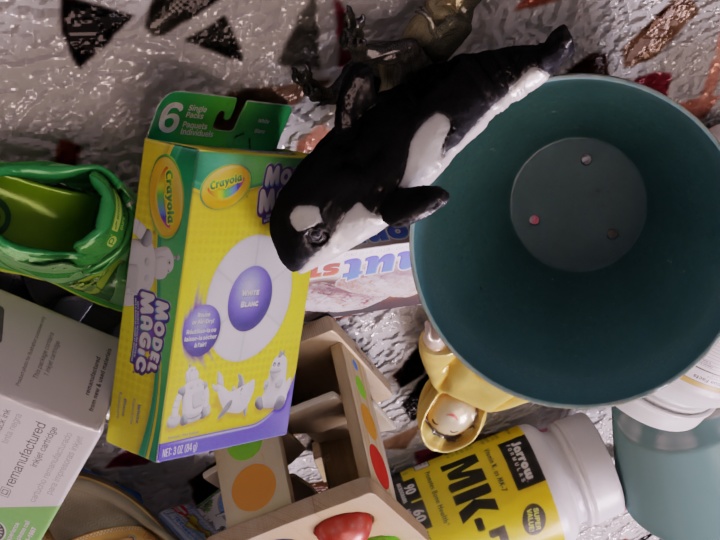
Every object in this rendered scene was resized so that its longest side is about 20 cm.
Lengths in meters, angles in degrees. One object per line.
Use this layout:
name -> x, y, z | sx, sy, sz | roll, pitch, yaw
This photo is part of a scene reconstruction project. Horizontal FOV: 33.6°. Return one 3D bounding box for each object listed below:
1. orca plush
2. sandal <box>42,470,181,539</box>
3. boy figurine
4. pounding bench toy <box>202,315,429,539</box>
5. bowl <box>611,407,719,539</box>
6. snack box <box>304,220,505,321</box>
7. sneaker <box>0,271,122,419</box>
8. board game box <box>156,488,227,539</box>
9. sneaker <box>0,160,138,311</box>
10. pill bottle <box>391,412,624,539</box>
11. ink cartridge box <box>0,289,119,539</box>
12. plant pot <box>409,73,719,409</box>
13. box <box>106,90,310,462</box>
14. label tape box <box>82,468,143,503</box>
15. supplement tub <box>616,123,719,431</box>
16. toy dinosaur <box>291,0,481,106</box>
orca plush -> 0.023, -0.083, 0.651 | 0.199, 0.105, 0.071 | -30, 122, 14
sandal -> -0.163, 0.202, 0.807 | 0.199, 0.054, 0.081 | 34, 113, -2
boy figurine -> 0.095, 0.072, 0.913 | 0.124, 0.065, 0.200 | 22, 138, -18
pounding bench toy -> -0.024, 0.162, 0.887 | 0.124, 0.157, 0.200 | -23, 146, 11
bowl -> 0.291, 0.120, 1.003 | 0.200, 0.201, 0.105 | -30, 120, 8
snack box -> 0.000, 0.000, 0.834 | 0.199, 0.024, 0.072 | -8, 140, -18
sneaker -> -0.170, 0.040, 0.758 | 0.199, 0.080, 0.078 | 21, 125, -38
board game box -> -0.137, 0.241, 0.931 | 0.200, 0.062, 0.200 | -33, 160, -51
sneaker -> -0.148, -0.017, 0.688 | 0.199, 0.075, 0.083 | 10, 171, -34
pill bottle -> 0.122, 0.205, 1.051 | 0.199, 0.115, 0.115 | -21, 141, -3
ink cartridge box -> -0.259, 0.075, 0.694 | 0.199, 0.084, 0.146 | 24, 124, -15
plant pot -> 0.138, -0.030, 0.763 | 0.198, 0.135, 0.202 | 3, 105, 10
box -> -0.078, 0.001, 0.689 | 0.117, 0.048, 0.202 | -4, 104, -54
label tape box -> -0.283, 0.226, 0.919 | 0.200, 0.064, 0.144 | -36, 138, 14
supplement tub -> 0.258, 0.009, 0.875 | 0.144, 0.145, 0.201 | 6, 133, -30
toy dinosaur -> 0.015, -0.120, 0.696 | 0.088, 0.048, 0.200 | -1, 139, -34
